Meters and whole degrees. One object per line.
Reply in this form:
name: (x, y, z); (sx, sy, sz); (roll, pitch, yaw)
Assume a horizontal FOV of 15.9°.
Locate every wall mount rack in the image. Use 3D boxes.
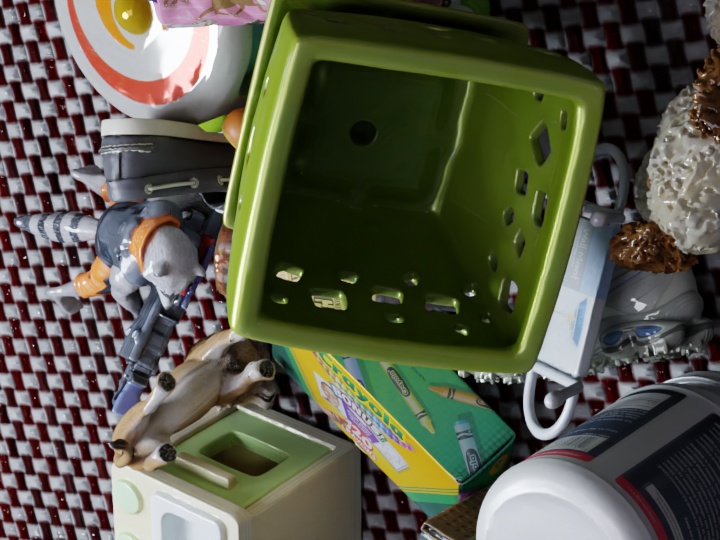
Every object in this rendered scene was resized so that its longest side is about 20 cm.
wall mount rack: (0.126, 0.015, 1.655); (0.174, 0.075, 0.200); (24, 103, 64)

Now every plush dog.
plush dog: (0.233, -0.068, 1.556); (0.160, 0.172, 0.200); (36, 127, 24)

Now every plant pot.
plant pot: (0.019, -0.068, 1.608); (0.182, 0.200, 0.199); (-114, 35, -64)

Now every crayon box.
crayon box: (0.021, 0.089, 1.857); (0.200, 0.058, 0.119); (45, 162, 18)

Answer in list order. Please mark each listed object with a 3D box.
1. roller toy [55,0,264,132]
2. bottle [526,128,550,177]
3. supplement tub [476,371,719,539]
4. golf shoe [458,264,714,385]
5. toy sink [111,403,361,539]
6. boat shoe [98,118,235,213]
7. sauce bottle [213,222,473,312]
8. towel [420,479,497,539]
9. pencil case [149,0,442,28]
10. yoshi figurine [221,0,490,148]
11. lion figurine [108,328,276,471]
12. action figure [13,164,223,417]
roller toy: (-0.123, -0.201, 1.832); (0.182, 0.140, 0.200); (-23, 92, 44)
bottle: (0.053, -0.065, 1.789); (0.200, 0.065, 0.084); (-24, 99, 44)
supplement tub: (0.183, 0.157, 1.679); (0.140, 0.200, 0.140); (18, 120, 35)
golf shoe: (0.148, 0.025, 1.756); (0.200, 0.078, 0.097); (-15, 83, 38)
toy sink: (-0.110, 0.192, 1.949); (0.130, 0.200, 0.112); (21, 125, 34)
boat shoe: (-0.104, -0.065, 1.835); (0.073, 0.200, 0.063); (-3, 81, 45)
sauce bottle: (0.000, 0.000, 1.783); (0.200, 0.066, 0.066); (5, 113, 17)
towel: (0.158, 0.202, 1.759); (0.200, 0.147, 0.022); (30, 123, 29)
pencil case: (-0.040, -0.204, 1.682); (0.200, 0.087, 0.083); (-2, 91, 9)
yoshi figurine: (0.001, -0.125, 1.746); (0.200, 0.112, 0.112); (-39, 52, 23)
lion figurine: (-0.133, 0.100, 1.924); (0.072, 0.200, 0.122); (59, 144, 2)
action figure: (-0.185, 0.003, 1.957); (0.193, 0.105, 0.200); (5, 71, 55)
